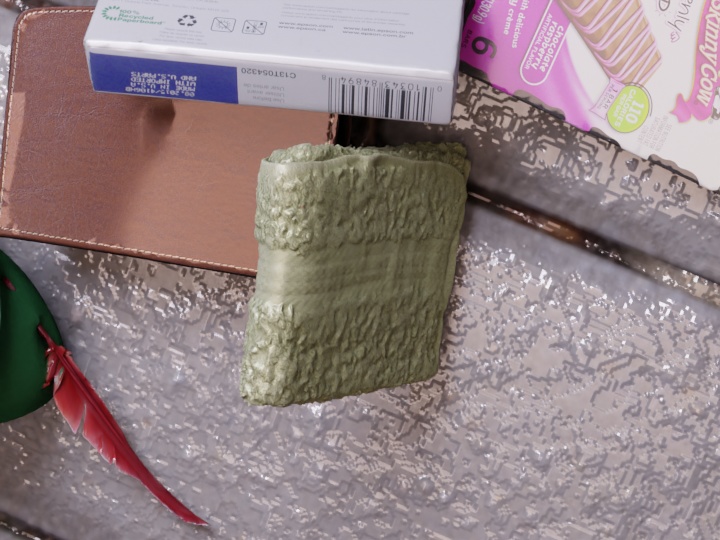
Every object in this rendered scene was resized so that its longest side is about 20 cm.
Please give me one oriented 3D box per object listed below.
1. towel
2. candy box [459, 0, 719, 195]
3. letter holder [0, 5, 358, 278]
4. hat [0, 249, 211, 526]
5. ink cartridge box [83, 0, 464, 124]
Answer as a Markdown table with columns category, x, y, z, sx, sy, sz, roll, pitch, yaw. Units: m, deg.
| category | x | y | z | sx | sy | sz | roll | pitch | yaw |
| --- | --- | --- | --- | --- | --- | --- | --- | --- | --- |
| towel | 0.000 | 0.000 | 0.848 | 0.036 | 0.199 | 0.150 | 13 | 102 | 31 |
| candy box | 0.164 | -0.140 | 0.856 | 0.198 | 0.061 | 0.138 | 25 | 103 | 4 |
| letter holder | -0.103 | -0.082 | 0.898 | 0.198 | 0.101 | 0.144 | 9 | 100 | 9 |
| hat | -0.199 | 0.049 | 0.975 | 0.165 | 0.175 | 0.203 | 18 | 102 | 50 |
| ink cartridge box | -0.036 | -0.169 | 0.837 | 0.194 | 0.201 | 0.044 | 6 | 138 | 4 |
